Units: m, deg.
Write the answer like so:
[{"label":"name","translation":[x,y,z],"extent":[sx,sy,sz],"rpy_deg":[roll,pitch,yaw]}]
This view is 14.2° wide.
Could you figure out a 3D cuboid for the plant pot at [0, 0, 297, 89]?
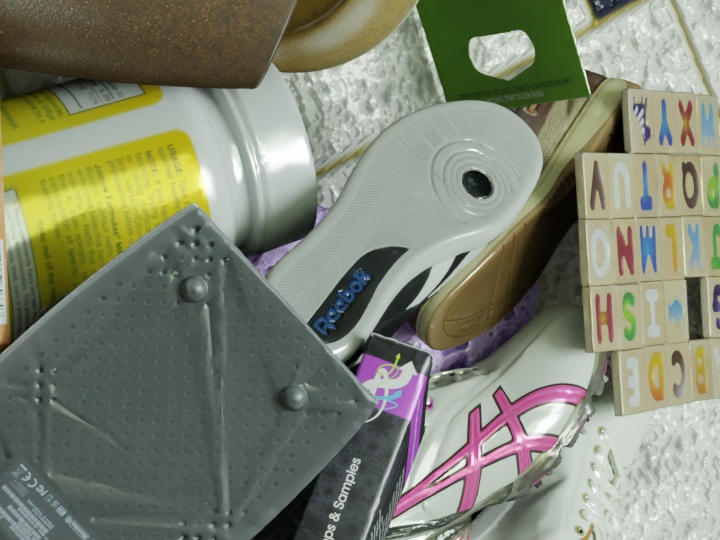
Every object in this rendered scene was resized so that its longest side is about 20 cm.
[{"label":"plant pot","translation":[-0.122,-0.161,1.309],"extent":[0.199,0.187,0.188],"rpy_deg":[22,78,-6]}]

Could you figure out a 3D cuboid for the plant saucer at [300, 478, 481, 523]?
[{"label":"plant saucer","translation":[-0.024,0.133,1.477],"extent":[0.199,0.019,0.070],"rpy_deg":[16,81,-25]}]

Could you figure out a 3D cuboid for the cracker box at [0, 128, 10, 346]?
[{"label":"cracker box","translation":[-0.255,-0.029,1.269],"extent":[0.058,0.199,0.135],"rpy_deg":[-2,90,-70]}]

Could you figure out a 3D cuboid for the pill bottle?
[{"label":"pill bottle","translation":[-0.128,-0.033,1.361],"extent":[0.199,0.114,0.115],"rpy_deg":[-17,96,-19]}]

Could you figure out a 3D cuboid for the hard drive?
[{"label":"hard drive","translation":[-0.105,0.076,1.270],"extent":[0.200,0.042,0.135],"rpy_deg":[-42,99,8]}]

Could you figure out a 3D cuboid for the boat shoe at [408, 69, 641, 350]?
[{"label":"boat shoe","translation":[0.071,-0.040,1.496],"extent":[0.072,0.072,0.200],"rpy_deg":[28,57,19]}]

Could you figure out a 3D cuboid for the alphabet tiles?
[{"label":"alphabet tiles","translation":[0.156,-0.011,1.519],"extent":[0.200,0.008,0.168],"rpy_deg":[-3,90,-63]}]

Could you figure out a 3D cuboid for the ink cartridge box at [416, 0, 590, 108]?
[{"label":"ink cartridge box","translation":[0.022,-0.165,1.436],"extent":[0.075,0.148,0.201],"rpy_deg":[-23,99,-27]}]

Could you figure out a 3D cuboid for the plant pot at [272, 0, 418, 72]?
[{"label":"plant pot","translation":[-0.051,-0.189,1.376],"extent":[0.027,0.199,0.201],"rpy_deg":[-32,105,-53]}]

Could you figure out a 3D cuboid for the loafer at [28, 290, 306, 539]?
[{"label":"loafer","translation":[-0.100,0.073,1.361],"extent":[0.075,0.070,0.200],"rpy_deg":[-39,132,-2]}]

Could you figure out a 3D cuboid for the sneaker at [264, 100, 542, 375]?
[{"label":"sneaker","translation":[0.000,0.000,1.383],"extent":[0.073,0.112,0.200],"rpy_deg":[45,53,6]}]

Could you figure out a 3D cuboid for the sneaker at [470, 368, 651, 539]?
[{"label":"sneaker","translation":[0.111,0.136,1.496],"extent":[0.200,0.084,0.073],"rpy_deg":[-51,136,-28]}]

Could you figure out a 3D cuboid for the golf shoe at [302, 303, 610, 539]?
[{"label":"golf shoe","translation":[0.046,0.082,1.449],"extent":[0.200,0.073,0.092],"rpy_deg":[-47,111,-16]}]

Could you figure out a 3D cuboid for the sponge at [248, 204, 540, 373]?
[{"label":"sponge","translation":[-0.007,0.031,1.482],"extent":[0.199,0.030,0.112],"rpy_deg":[19,80,-26]}]

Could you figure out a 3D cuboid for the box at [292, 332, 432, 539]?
[{"label":"box","translation":[-0.017,0.142,1.326],"extent":[0.036,0.143,0.201],"rpy_deg":[19,74,5]}]
